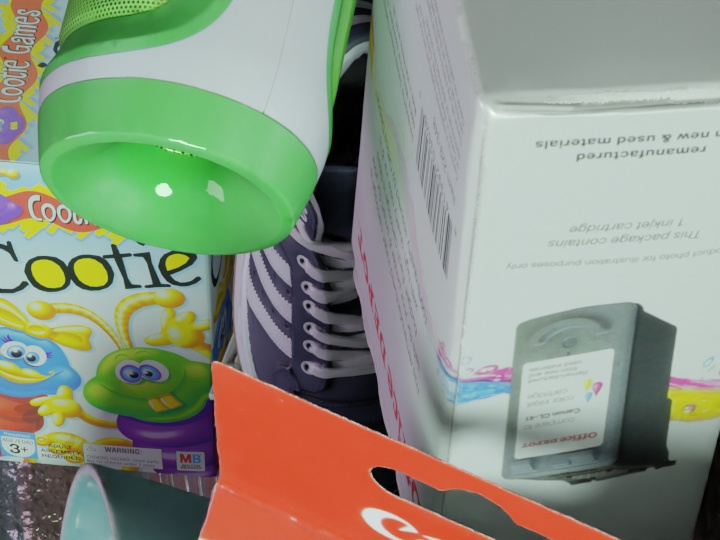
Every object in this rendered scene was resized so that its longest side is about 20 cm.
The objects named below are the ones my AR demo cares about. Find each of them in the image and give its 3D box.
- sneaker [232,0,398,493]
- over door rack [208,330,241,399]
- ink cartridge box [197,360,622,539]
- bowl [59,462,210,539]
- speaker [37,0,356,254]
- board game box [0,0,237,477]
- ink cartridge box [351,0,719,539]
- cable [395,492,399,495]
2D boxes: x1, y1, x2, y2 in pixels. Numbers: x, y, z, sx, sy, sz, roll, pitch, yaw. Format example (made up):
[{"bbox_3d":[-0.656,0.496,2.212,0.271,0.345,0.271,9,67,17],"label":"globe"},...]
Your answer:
[{"bbox_3d":[0.000,0.000,0.889,0.108,0.070,0.201,-140,41,-65],"label":"sneaker"},{"bbox_3d":[-0.022,0.031,1.081,0.148,0.066,0.201,93,-179,-49],"label":"over door rack"},{"bbox_3d":[0.021,0.120,0.731,0.057,0.162,0.200,-62,-14,-24],"label":"ink cartridge box"},{"bbox_3d":[-0.052,0.173,0.969,0.201,0.104,0.202,-179,90,-75],"label":"bowl"},{"bbox_3d":[-0.035,-0.110,0.751,0.089,0.088,0.201,107,175,-67],"label":"speaker"},{"bbox_3d":[-0.104,-0.015,1.082,0.201,0.102,0.105,91,-175,-52],"label":"board game box"},{"bbox_3d":[0.051,-0.027,0.720,0.201,0.085,0.148,93,169,-49],"label":"ink cartridge box"},{"bbox_3d":[-0.032,0.076,1.207,0.200,0.050,0.097,47,173,31],"label":"cable"}]
